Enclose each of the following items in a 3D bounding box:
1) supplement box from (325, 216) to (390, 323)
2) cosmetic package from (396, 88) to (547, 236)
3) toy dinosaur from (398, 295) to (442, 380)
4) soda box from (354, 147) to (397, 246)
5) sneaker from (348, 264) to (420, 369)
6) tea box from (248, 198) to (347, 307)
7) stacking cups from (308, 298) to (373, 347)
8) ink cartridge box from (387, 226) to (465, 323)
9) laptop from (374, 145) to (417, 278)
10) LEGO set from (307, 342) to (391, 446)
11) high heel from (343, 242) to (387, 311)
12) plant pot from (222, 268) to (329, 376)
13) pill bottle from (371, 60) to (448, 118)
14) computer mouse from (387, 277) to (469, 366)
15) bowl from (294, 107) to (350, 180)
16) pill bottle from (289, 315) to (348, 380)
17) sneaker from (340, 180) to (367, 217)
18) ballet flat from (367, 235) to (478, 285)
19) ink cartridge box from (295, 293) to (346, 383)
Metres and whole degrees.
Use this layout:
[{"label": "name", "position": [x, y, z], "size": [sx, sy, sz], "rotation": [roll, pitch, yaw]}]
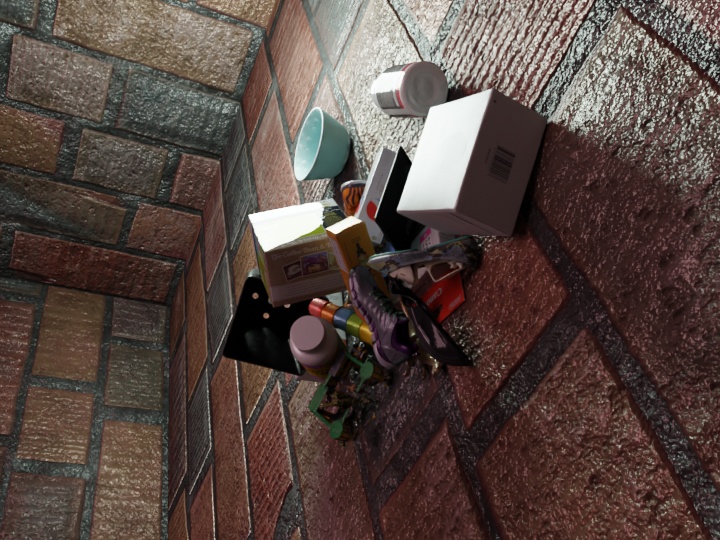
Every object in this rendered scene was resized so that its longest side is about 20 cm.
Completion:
[{"label": "supplement box", "position": [0.000, 0.000, 1.380], "size": [0.069, 0.066, 0.202], "rotation": [37, 149, 62]}, {"label": "cosmetic package", "position": [0.180, -0.171, 1.185], "size": [0.199, 0.122, 0.202], "rotation": [10, 80, 65]}, {"label": "toy dinosaur", "position": [0.104, 0.134, 1.339], "size": [0.101, 0.058, 0.201], "rotation": [-51, 44, 25]}, {"label": "soda box", "position": [0.039, -0.157, 1.535], "size": [0.064, 0.067, 0.202], "rotation": [158, 132, -77]}, {"label": "sneaker", "position": [0.049, 0.074, 1.298], "size": [0.087, 0.074, 0.202], "rotation": [-29, 81, 40]}, {"label": "tea box", "position": [-0.120, -0.043, 1.517], "size": [0.197, 0.197, 0.135], "rotation": [-124, 25, -59]}, {"label": "stacking cups", "position": [-0.033, 0.111, 1.525], "size": [0.198, 0.060, 0.061], "rotation": [17, 95, 37]}, {"label": "ink cartridge box", "position": [0.119, 0.026, 1.355], "size": [0.200, 0.043, 0.176], "rotation": [-50, 35, 47]}, {"label": "laptop", "position": [0.054, -0.104, 1.417], "size": [0.115, 0.200, 0.189], "rotation": [-5, 51, 32]}, {"label": "LEGO set", "position": [-0.007, 0.264, 1.482], "size": [0.153, 0.115, 0.202], "rotation": [16, 81, 47]}, {"label": "high heel", "position": [0.018, 0.034, 1.582], "size": [0.201, 0.071, 0.144], "rotation": [120, 170, -55]}, {"label": "plant pot", "position": [-0.204, 0.101, 1.679], "size": [0.178, 0.197, 0.202], "rotation": [-117, 46, -69]}, {"label": "pill bottle", "position": [0.096, -0.382, 1.514], "size": [0.200, 0.109, 0.112], "rotation": [27, 104, 65]}, {"label": "computer mouse", "position": [0.118, 0.103, 1.246], "size": [0.046, 0.140, 0.200], "rotation": [-43, 69, 6]}, {"label": "bowl", "position": [-0.097, -0.331, 1.932], "size": [0.201, 0.104, 0.204], "rotation": [-39, 45, 55]}, {"label": "pill bottle", "position": [-0.091, 0.163, 1.520], "size": [0.200, 0.103, 0.106], "rotation": [64, -155, -65]}, {"label": "sneaker", "position": [-0.003, -0.130, 1.640], "size": [0.200, 0.076, 0.114], "rotation": [80, -174, -75]}, {"label": "ballet flat", "position": [0.110, -0.010, 1.245], "size": [0.074, 0.197, 0.075], "rotation": [-12, -90, -76]}, {"label": "ink cartridge box", "position": [-0.103, 0.151, 1.744], "size": [0.145, 0.083, 0.202], "rotation": [-51, 36, 45]}]
